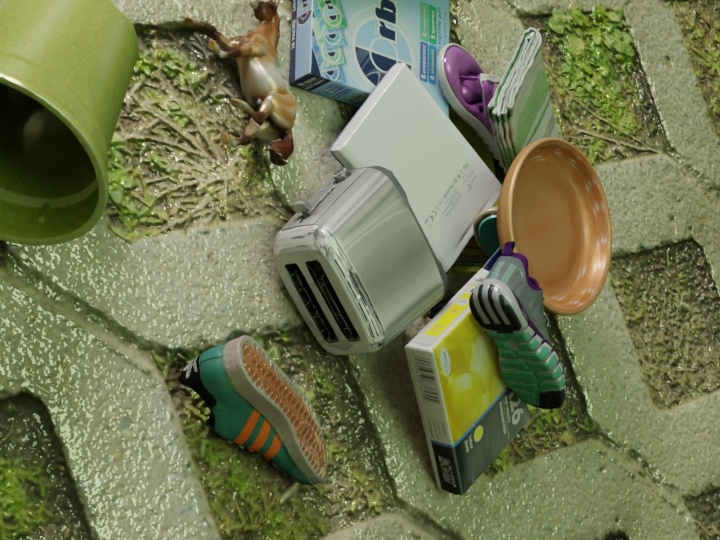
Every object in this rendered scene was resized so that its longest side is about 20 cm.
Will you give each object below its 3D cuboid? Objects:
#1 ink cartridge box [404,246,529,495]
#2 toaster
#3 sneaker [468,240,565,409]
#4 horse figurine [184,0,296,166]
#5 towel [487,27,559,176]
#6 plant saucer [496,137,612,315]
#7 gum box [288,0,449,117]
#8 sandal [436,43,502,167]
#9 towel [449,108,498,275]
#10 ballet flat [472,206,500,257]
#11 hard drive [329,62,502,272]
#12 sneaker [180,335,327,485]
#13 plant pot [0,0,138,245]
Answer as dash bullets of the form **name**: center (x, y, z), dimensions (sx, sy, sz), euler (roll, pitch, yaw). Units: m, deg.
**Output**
- **ink cartridge box**: center (0.134, 0.109, 1.550), dimensions (0.200, 0.047, 0.198), euler (-41, 129, -37)
- **toaster**: center (0.000, 0.000, 1.472), dimensions (0.129, 0.113, 0.200), euler (-40, 112, -35)
- **sneaker**: center (0.184, 0.062, 1.512), dimensions (0.088, 0.074, 0.200), euler (-60, 140, -32)
- **horse figurine**: center (-0.108, -0.192, 1.465), dimensions (0.132, 0.050, 0.201), euler (-5, 73, -57)
- **towel**: center (0.204, -0.164, 1.672), dimensions (0.149, 0.031, 0.200), euler (-63, 146, -35)
- **plant saucer**: center (0.215, -0.048, 1.598), dimensions (0.200, 0.037, 0.201), euler (7, 80, -46)
- **gum box**: center (0.013, -0.267, 1.597), dimensions (0.200, 0.044, 0.171), euler (13, 70, -35)
- **sandal**: center (0.156, -0.196, 1.659), dimensions (0.203, 0.050, 0.083), euler (46, 44, -39)
- **towel**: center (0.131, -0.092, 1.666), dimensions (0.086, 0.018, 0.201), euler (1, 77, -40)
- **ballet flat**: center (0.193, -0.029, 1.656), dimensions (0.200, 0.069, 0.070), euler (40, 56, -37)
- **hard drive**: center (0.066, -0.112, 1.578), dimensions (0.200, 0.025, 0.132), euler (48, 66, -28)
- **sneaker**: center (-0.102, 0.143, 1.385), dimensions (0.200, 0.080, 0.072), euler (58, 26, -35)
- **plant pot**: center (-0.285, -0.156, 1.243), dimensions (0.200, 0.200, 0.185), euler (41, 44, -24)
